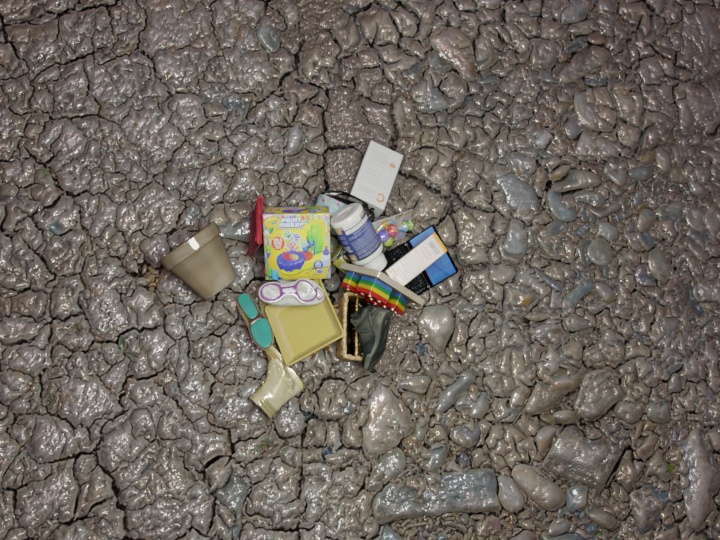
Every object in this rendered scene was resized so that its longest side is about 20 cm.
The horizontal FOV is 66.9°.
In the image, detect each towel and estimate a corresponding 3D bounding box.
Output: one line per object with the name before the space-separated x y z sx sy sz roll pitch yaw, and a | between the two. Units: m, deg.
towel | -0.321 -0.130 1.654 0.022 0.199 0.149 5 78 -18

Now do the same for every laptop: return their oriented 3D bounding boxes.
laptop | 0.186 -0.019 1.776 0.197 0.103 0.180 -27 85 -28

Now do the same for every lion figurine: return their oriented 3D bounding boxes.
lion figurine | -0.138 0.185 1.690 0.119 0.073 0.206 12 81 5

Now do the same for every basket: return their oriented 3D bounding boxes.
basket | 0.003 0.177 1.685 0.138 0.149 0.207 4 78 -9

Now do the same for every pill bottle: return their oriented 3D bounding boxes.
pill bottle | 0.000 -0.088 1.625 0.110 0.110 0.203 -37 115 -15

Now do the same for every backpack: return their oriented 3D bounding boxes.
backpack | -0.058 -0.172 1.738 0.195 0.167 0.130 22 81 1

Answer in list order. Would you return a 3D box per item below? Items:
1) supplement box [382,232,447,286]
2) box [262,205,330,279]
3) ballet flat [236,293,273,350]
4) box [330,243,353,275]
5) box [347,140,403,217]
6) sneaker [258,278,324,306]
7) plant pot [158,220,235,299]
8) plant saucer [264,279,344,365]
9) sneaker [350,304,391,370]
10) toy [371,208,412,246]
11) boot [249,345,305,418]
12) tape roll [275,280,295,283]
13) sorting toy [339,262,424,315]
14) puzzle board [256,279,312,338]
supplement box | 0.162 -0.021 1.696 0.198 0.126 0.074 -37 89 -9
box | -0.188 -0.085 1.629 0.193 0.122 0.199 -2 106 -4
ballet flat | -0.315 0.160 1.652 0.069 0.066 0.203 -23 64 -16
box | 0.000 0.000 1.733 0.199 0.050 0.076 43 51 -16
box | 0.047 -0.301 1.807 0.122 0.097 0.205 22 76 -6
sneaker | -0.205 0.068 1.616 0.194 0.100 0.077 3 76 -13
plant pot | -0.469 -0.017 1.627 0.198 0.199 0.176 -36 104 -14
plant saucer | -0.166 0.157 1.642 0.196 0.049 0.204 -27 69 1
sneaker | 0.021 0.190 1.613 0.075 0.113 0.205 -19 125 -48
toy | 0.096 -0.117 1.739 0.197 0.117 0.047 -25 53 -39
boot | -0.282 0.325 1.647 0.155 0.073 0.201 -40 92 -13
tape roll | -0.197 -0.036 1.744 0.196 0.037 0.209 2 79 -10
sorting toy | 0.051 0.062 1.585 0.197 0.198 0.071 32 79 -34
puzzle board | -0.212 0.118 1.703 0.194 0.017 0.155 -14 99 -10
